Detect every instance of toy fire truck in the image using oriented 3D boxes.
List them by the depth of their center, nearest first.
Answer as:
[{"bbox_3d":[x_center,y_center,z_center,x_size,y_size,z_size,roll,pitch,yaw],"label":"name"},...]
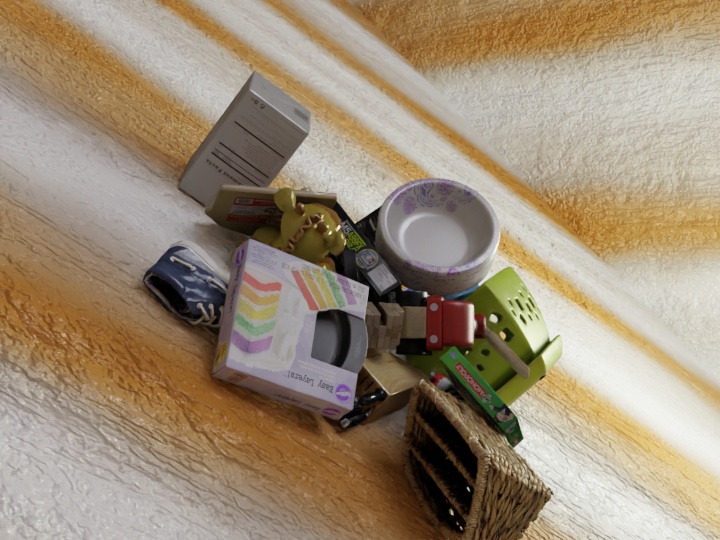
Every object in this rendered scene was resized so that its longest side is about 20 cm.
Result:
[{"bbox_3d":[0.159,0.100,1.621,0.198,0.130,0.176,0,-5,8],"label":"toy fire truck"}]

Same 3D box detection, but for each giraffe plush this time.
[{"bbox_3d":[-0.091,-0.035,1.547,0.172,0.163,0.200,23,31,-8],"label":"giraffe plush"}]

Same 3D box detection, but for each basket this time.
[{"bbox_3d":[0.122,0.264,1.379,0.149,0.143,0.200,33,9,-36],"label":"basket"}]

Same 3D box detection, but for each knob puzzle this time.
[{"bbox_3d":[-0.142,-0.096,1.633,0.219,0.219,0.031,18,64,-48],"label":"knob puzzle"}]

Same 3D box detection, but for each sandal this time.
[{"bbox_3d":[0.002,0.047,1.623,0.201,0.042,0.077,84,-1,-54],"label":"sandal"}]

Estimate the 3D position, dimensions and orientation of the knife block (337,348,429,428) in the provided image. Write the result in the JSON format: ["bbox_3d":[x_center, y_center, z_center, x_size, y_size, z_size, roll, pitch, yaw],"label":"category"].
[{"bbox_3d":[0.021,0.179,1.503,0.199,0.064,0.176,32,22,-27],"label":"knife block"}]

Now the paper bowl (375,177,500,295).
[{"bbox_3d":[0.123,-0.045,1.732,0.199,0.105,0.202,3,52,-4],"label":"paper bowl"}]

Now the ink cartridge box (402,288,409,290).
[{"bbox_3d":[0.097,0.077,1.896,0.095,0.037,0.200,40,21,11],"label":"ink cartridge box"}]

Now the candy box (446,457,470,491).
[{"bbox_3d":[0.154,0.278,1.596,0.102,0.026,0.200,46,20,13],"label":"candy box"}]

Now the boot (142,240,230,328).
[{"bbox_3d":[-0.192,0.053,1.384,0.200,0.073,0.090,40,35,-2],"label":"boot"}]

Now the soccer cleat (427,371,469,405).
[{"bbox_3d":[0.130,0.209,1.597,0.085,0.069,0.200,33,4,-4],"label":"soccer cleat"}]

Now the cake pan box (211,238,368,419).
[{"bbox_3d":[-0.085,0.078,1.376,0.199,0.052,0.185,24,60,-25],"label":"cake pan box"}]

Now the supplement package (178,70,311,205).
[{"bbox_3d":[-0.184,-0.196,1.704,0.119,0.200,0.121,35,20,-16],"label":"supplement package"}]

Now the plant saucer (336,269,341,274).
[{"bbox_3d":[-0.083,0.012,1.715,0.200,0.029,0.200,36,21,-16],"label":"plant saucer"}]

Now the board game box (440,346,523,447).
[{"bbox_3d":[0.179,0.189,1.534,0.135,0.029,0.200,48,-3,20],"label":"board game box"}]

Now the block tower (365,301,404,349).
[{"bbox_3d":[-0.038,0.073,1.489,0.198,0.058,0.054,3,17,-16],"label":"block tower"}]

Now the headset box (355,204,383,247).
[{"bbox_3d":[0.076,-0.063,1.933,0.174,0.199,0.093,0,60,-62],"label":"headset box"}]

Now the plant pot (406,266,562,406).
[{"bbox_3d":[0.225,0.133,1.800,0.182,0.199,0.200,49,21,8],"label":"plant pot"}]

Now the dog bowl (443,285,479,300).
[{"bbox_3d":[0.147,0.046,1.851,0.050,0.111,0.200,54,22,11],"label":"dog bowl"}]

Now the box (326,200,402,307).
[{"bbox_3d":[0.000,0.000,1.747,0.200,0.044,0.161,52,-14,28],"label":"box"}]
